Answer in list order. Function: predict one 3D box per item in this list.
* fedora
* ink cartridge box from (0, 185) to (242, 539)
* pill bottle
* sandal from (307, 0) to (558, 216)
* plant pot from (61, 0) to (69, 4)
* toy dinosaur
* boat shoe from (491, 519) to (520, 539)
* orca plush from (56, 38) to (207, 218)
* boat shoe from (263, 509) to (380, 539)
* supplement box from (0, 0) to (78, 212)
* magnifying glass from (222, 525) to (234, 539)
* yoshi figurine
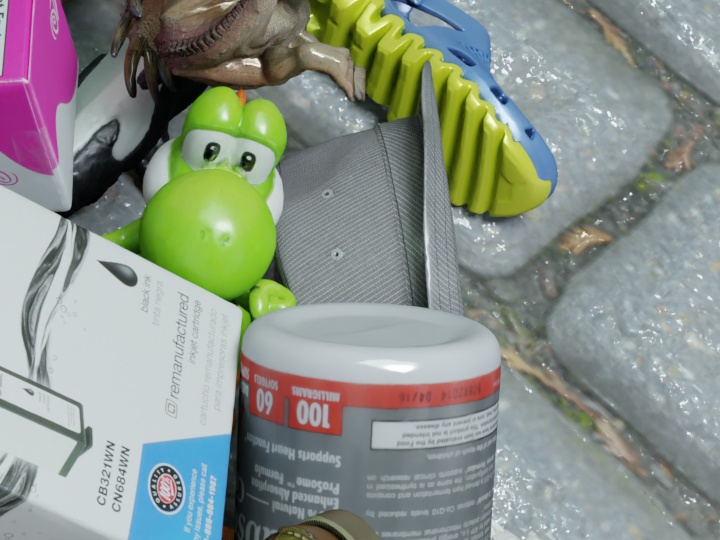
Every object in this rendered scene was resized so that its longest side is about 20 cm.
[{"bbox_3d":[0.000,0.000,1.211,0.090,0.177,0.201,-5,62,-3],"label":"fedora"},{"bbox_3d":[-0.156,0.049,1.022,0.199,0.084,0.147,28,46,-28],"label":"ink cartridge box"},{"bbox_3d":[0.001,0.122,1.086,0.115,0.201,0.116,2,10,0],"label":"pill bottle"},{"bbox_3d":[0.044,-0.115,1.361,0.087,0.080,0.200,-27,68,-36],"label":"sandal"},{"bbox_3d":[-0.193,-0.210,1.300,0.200,0.200,0.174,38,68,12],"label":"plant pot"},{"bbox_3d":[-0.067,-0.119,1.167,0.135,0.086,0.200,0,8,3],"label":"toy dinosaur"},{"bbox_3d":[0.073,0.156,1.150,0.071,0.069,0.200,-33,70,-33],"label":"boat shoe"},{"bbox_3d":[-0.119,-0.063,1.276,0.071,0.105,0.200,48,45,-20],"label":"orca plush"},{"bbox_3d":[-0.063,0.176,1.028,0.072,0.201,0.068,45,36,23],"label":"boat shoe"},{"bbox_3d":[-0.244,-0.088,1.195,0.199,0.101,0.104,-3,54,4],"label":"supplement box"},{"bbox_3d":[-0.004,0.162,1.176,0.199,0.022,0.080,23,51,1],"label":"magnifying glass"},{"bbox_3d":[-0.083,0.007,1.147,0.112,0.201,0.112,-15,55,-30],"label":"yoshi figurine"}]
